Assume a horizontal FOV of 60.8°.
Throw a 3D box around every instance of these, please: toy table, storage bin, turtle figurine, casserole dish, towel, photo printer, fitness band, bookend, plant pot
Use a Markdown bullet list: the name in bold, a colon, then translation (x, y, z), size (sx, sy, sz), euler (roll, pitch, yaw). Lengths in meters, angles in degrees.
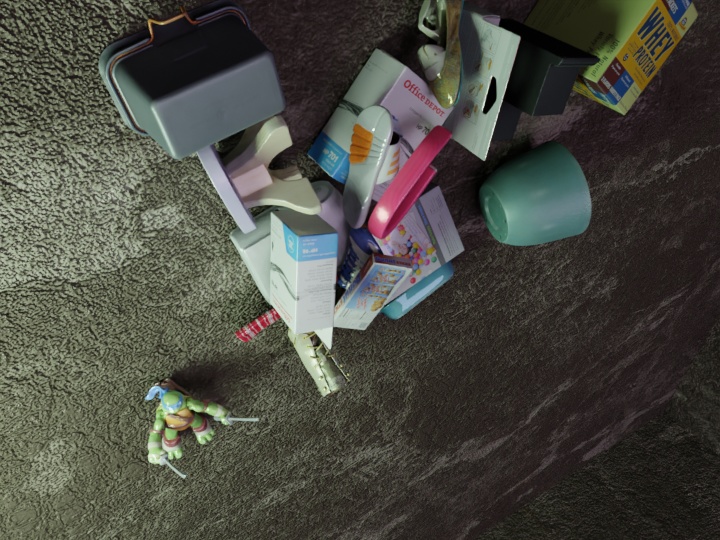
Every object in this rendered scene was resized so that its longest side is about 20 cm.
- **toy table**: translation (-0.144, -0.138, 0.857), size (0.117, 0.184, 0.200), euler (-27, 175, -6)
- **storage bin**: translation (-0.195, -0.235, 0.752), size (0.200, 0.134, 0.146), euler (-31, 139, -17)
- **turtle figurine**: translation (-0.304, 0.302, 1.103), size (0.144, 0.200, 0.194), euler (-61, 175, -29)
- **casserole dish**: translation (0.121, 0.042, 1.278), size (0.200, 0.039, 0.121), euler (-37, 177, -4)
- **towel**: translation (-0.132, 0.067, 1.095), size (0.200, 0.023, 0.145), euler (-33, 178, -12)
- **photo printer**: translation (-0.102, -0.050, 1.043), size (0.200, 0.069, 0.167), euler (-33, 140, -13)
- **fitness band**: translation (0.079, -0.137, 0.968), size (0.200, 0.037, 0.144), euler (-55, 175, 1)
- **bookend**: translation (0.262, -0.295, 1.034), size (0.092, 0.200, 0.199), euler (-12, 131, -32)
- **plant pot**: translation (0.339, -0.142, 1.247), size (0.161, 0.201, 0.201), euler (-20, 137, -8)

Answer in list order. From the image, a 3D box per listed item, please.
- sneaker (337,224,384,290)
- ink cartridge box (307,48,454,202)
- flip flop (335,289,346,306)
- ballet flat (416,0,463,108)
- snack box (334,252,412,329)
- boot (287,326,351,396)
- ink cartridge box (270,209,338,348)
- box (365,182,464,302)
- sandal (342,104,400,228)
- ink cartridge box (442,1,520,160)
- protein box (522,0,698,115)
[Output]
- **sneaker**: translation (0.000, 0.000, 1.070), size (0.088, 0.075, 0.200), euler (-23, 141, -4)
- **ink cartridge box**: translation (0.033, -0.226, 0.991), size (0.146, 0.086, 0.200), euler (20, 111, -48)
- **flip flop**: translation (0.033, 0.050, 1.252), size (0.200, 0.058, 0.081), euler (-19, 139, -31)
- **ballet flat**: translation (0.116, -0.344, 0.920), size (0.071, 0.071, 0.200), euler (8, 84, -44)
- **snack box**: translation (0.014, 0.042, 1.064), size (0.072, 0.024, 0.200), euler (10, 141, -22)
- **boot**: translation (-0.075, 0.146, 1.125), size (0.072, 0.155, 0.200), euler (-26, 162, -16)
- **ink cartridge box**: translation (-0.091, 0.017, 0.950), size (0.067, 0.116, 0.200), euler (-8, 116, -26)
- **box**: translation (0.090, -0.053, 1.187), size (0.200, 0.041, 0.156), euler (-33, 118, -11)
- **sandal**: translation (0.021, -0.156, 0.924), size (0.059, 0.079, 0.207), euler (-13, 140, -30)
- **ink cartridge box**: translation (0.180, -0.303, 0.976), size (0.043, 0.174, 0.200), euler (-15, 133, -31)
- **protein box**: translation (0.415, -0.415, 1.054), size (0.135, 0.200, 0.199), euler (18, 112, -47)
